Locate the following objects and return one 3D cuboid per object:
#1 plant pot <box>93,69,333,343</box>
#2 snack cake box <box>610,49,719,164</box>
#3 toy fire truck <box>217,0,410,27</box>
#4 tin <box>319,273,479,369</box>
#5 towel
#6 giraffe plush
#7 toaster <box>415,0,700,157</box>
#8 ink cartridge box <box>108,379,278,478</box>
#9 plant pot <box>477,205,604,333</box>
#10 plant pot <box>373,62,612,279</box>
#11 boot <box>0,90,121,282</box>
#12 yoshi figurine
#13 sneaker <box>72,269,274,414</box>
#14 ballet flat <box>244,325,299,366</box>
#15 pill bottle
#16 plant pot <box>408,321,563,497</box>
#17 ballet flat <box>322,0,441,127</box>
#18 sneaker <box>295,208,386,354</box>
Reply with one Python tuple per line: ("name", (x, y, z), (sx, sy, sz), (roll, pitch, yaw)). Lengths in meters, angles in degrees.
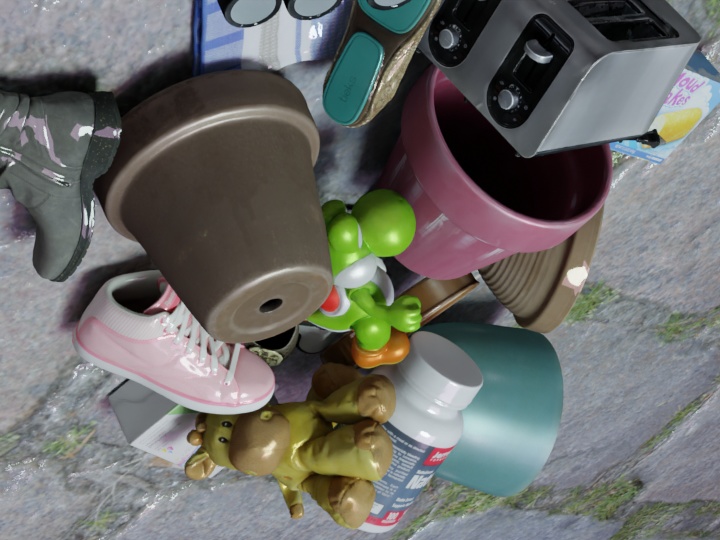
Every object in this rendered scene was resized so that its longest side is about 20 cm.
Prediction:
("plant pot", (-0.105, -0.041, 1.242), (0.200, 0.175, 0.200), (-21, 153, -11))
("snack cake box", (0.275, -0.185, 1.504), (0.200, 0.067, 0.115), (9, 131, -48))
("toy fire truck", (-0.028, -0.290, 1.048), (0.176, 0.129, 0.200), (-11, 153, -22))
("tin", (0.040, 0.054, 1.589), (0.200, 0.042, 0.112), (-37, 169, 27))
("towel", (-0.042, -0.223, 1.211), (0.200, 0.024, 0.147), (-18, 146, -22))
("giraffe plush", (-0.083, 0.164, 1.499), (0.162, 0.173, 0.200), (19, 159, -34))
("toaster", (0.172, -0.196, 1.274), (0.200, 0.181, 0.119), (-12, 143, -43))
("ink cartridge box", (-0.162, 0.153, 1.591), (0.117, 0.067, 0.200), (-39, 148, 9))
("plant pot", (0.171, -0.043, 1.533), (0.092, 0.201, 0.201), (14, 134, -10))
("plant pot", (0.105, -0.087, 1.392), (0.200, 0.200, 0.179), (-8, 158, -34))
("boot", (-0.278, -0.073, 1.192), (0.130, 0.068, 0.200), (0, 135, -27))
("yoshi figurine", (0.015, -0.002, 1.365), (0.200, 0.112, 0.112), (76, 35, -54))
("sneaker", (-0.163, 0.065, 1.390), (0.200, 0.075, 0.105), (20, 134, -12))
("ballet flat", (-0.085, 0.035, 1.494), (0.067, 0.046, 0.200), (11, 134, -9))
("pill bottle", (0.040, 0.169, 1.577), (0.119, 0.120, 0.200), (7, 124, -47))
("plant pot", (0.111, 0.149, 1.718), (0.161, 0.201, 0.201), (15, 128, -26))
("ballet flat", (0.026, -0.207, 1.226), (0.065, 0.070, 0.200), (-38, 165, -50))
("sneaker", (-0.029, 0.030, 1.527), (0.074, 0.080, 0.200), (-17, 148, -28))
